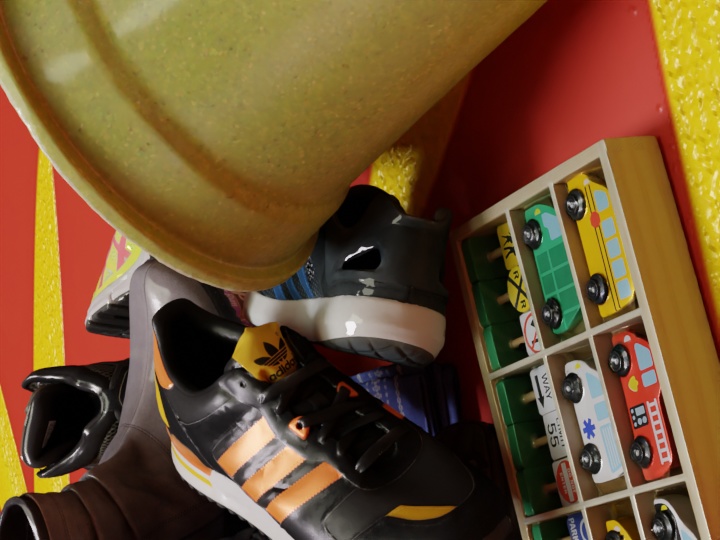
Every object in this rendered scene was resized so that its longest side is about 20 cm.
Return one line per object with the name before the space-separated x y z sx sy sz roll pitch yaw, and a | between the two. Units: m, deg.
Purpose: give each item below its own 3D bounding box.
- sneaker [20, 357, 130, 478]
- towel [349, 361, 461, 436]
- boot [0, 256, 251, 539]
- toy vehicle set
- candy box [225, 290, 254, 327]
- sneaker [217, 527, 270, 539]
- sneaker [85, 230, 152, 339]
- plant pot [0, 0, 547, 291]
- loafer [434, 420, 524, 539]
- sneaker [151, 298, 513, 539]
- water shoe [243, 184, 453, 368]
sneaker | -0.183 0.098 1.106 0.199 0.114 0.076 -24 73 62
towel | 0.008 0.125 0.864 0.200 0.024 0.145 -20 80 63
boot | -0.116 0.098 0.817 0.070 0.132 0.200 -1 99 46
toy vehicle set | 0.098 0.060 0.673 0.124 0.026 0.200 -34 66 59
candy box | -0.095 0.101 0.959 0.200 0.056 0.117 -63 30 32
sneaker | -0.034 0.218 0.791 0.077 0.146 0.203 -24 78 52
sneaker | -0.114 -0.024 1.006 0.200 0.078 0.090 -48 43 49
plant pot | -0.021 -0.123 0.673 0.184 0.200 0.201 -34 63 26
loafer | 0.051 0.168 0.741 0.068 0.070 0.201 -10 70 41
sneaker | -0.024 0.069 0.720 0.200 0.070 0.090 18 136 44
water shoe | 0.000 0.000 0.798 0.200 0.071 0.079 -173 97 -70
